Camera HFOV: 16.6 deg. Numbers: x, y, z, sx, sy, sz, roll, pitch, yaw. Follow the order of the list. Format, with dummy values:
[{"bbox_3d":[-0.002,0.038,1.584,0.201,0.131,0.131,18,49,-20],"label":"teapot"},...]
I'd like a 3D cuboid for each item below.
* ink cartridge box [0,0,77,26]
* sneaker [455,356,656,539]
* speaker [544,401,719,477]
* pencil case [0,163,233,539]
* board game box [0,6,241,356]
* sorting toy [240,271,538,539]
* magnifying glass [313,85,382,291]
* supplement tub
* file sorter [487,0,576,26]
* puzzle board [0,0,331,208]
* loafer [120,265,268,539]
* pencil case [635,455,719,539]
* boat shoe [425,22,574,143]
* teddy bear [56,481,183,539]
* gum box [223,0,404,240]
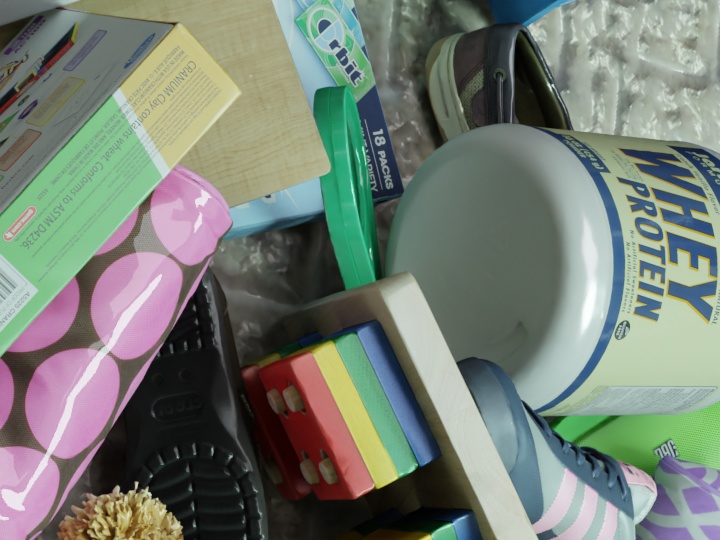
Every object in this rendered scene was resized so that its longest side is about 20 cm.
[{"bbox_3d":[-0.168,-0.201,1.122,0.045,0.199,0.177,59,15,-71],"label":"ink cartridge box"},{"bbox_3d":[0.097,0.101,1.192,0.082,0.070,0.200,-29,135,-5],"label":"sneaker"},{"bbox_3d":[0.140,0.107,1.356,0.200,0.088,0.089,-27,96,-41],"label":"speaker"},{"bbox_3d":[-0.144,0.032,1.101,0.200,0.093,0.091,-56,157,-14],"label":"pencil case"},{"bbox_3d":[-0.145,-0.043,1.048,0.153,0.200,0.040,-48,112,-9],"label":"board game box"},{"bbox_3d":[0.011,0.112,1.184,0.069,0.200,0.199,-26,92,-16],"label":"sorting toy"},{"bbox_3d":[0.000,0.000,1.250,0.080,0.022,0.201,-86,166,-59],"label":"magnifying glass"},{"bbox_3d":[0.127,0.002,1.270,0.200,0.145,0.146,2,76,-43],"label":"supplement tub"},{"bbox_3d":[0.125,-0.222,1.337,0.122,0.200,0.139,-20,91,-7],"label":"file sorter"},{"bbox_3d":[-0.131,-0.085,1.163,0.199,0.017,0.151,-20,90,-10],"label":"puzzle board"},{"bbox_3d":[-0.076,0.085,1.182,0.071,0.073,0.201,-3,89,-80],"label":"loafer"},{"bbox_3d":[0.156,0.192,1.294,0.201,0.084,0.085,-64,168,5],"label":"pencil case"},{"bbox_3d":[0.101,-0.044,1.377,0.072,0.065,0.201,-27,97,-44],"label":"boat shoe"},{"bbox_3d":[-0.073,0.185,1.120,0.200,0.145,0.067,57,9,-12],"label":"teddy bear"},{"bbox_3d":[-0.081,-0.100,1.253,0.200,0.044,0.171,-12,86,-43],"label":"gum box"}]
